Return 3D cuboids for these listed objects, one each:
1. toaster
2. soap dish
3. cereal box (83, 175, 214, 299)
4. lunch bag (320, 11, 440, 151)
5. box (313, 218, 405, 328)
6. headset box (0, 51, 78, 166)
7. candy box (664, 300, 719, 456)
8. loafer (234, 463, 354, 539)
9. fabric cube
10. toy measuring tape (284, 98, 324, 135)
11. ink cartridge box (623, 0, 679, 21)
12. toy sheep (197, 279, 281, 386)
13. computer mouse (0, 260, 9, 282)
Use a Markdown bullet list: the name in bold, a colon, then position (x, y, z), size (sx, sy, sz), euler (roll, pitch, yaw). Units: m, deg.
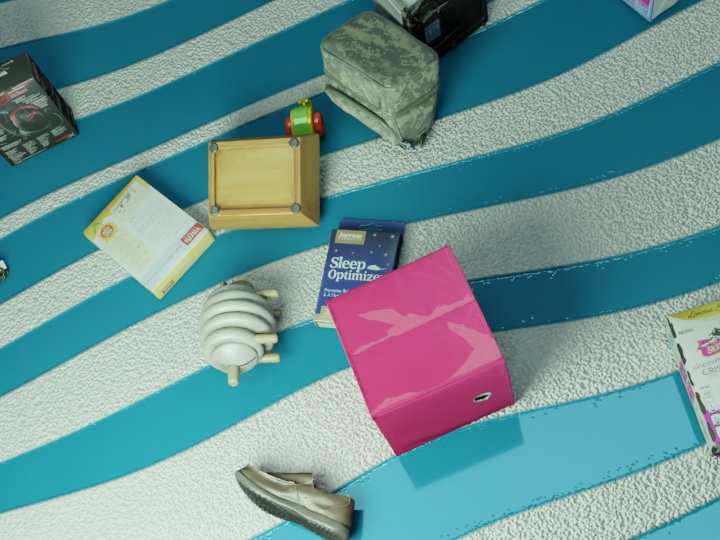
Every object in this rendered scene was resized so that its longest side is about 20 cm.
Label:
- **toaster**: position (0.122, -0.473, 1.741), size (0.180, 0.200, 0.119), euler (-38, 66, -6)
- **soap dish**: position (-0.169, -0.152, 1.692), size (0.198, 0.081, 0.159), euler (-1, 85, 13)
- **cereal box**: position (-0.371, -0.060, 1.744), size (0.199, 0.040, 0.144), euler (36, 77, 26)
- **lunch bag**: position (0.037, -0.313, 1.700), size (0.199, 0.168, 0.139), euler (37, 65, 28)
- **box**: position (0.000, 0.000, 1.629), size (0.120, 0.032, 0.202), euler (4, 64, 16)
- **headset box**: position (-0.636, -0.301, 1.839), size (0.148, 0.200, 0.075), euler (-26, 61, 1)
- **candy box**: position (0.528, 0.144, 1.409), size (0.135, 0.061, 0.202), euler (-17, 61, 6)
- **loafer**: position (-0.093, 0.332, 1.470), size (0.198, 0.073, 0.071), euler (22, 60, 17)
- **fabric cube**: position (0.091, 0.121, 1.451), size (0.198, 0.197, 0.201), euler (-24, 61, 1)
- **toy measuring tape**: position (-0.097, -0.222, 1.741), size (0.073, 0.074, 0.202), euler (-7, 62, 10)
- **ink cartridge box**: position (0.467, -0.550, 1.729), size (0.076, 0.137, 0.200), euler (-32, 61, -10)
- **toy sheep**: position (-0.192, 0.095, 1.573), size (0.136, 0.139, 0.201), euler (-11, 43, 8)
- **computer mouse**: position (-0.729, -0.040, 1.815), size (0.138, 0.053, 0.201), euler (-29, 61, -1)
